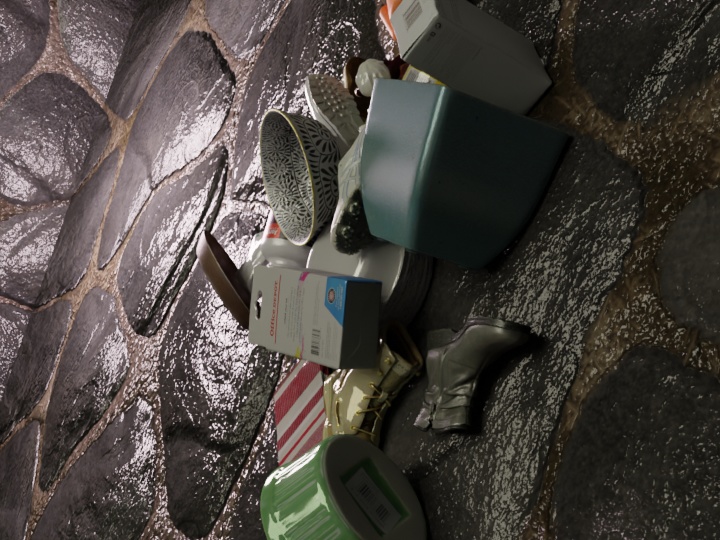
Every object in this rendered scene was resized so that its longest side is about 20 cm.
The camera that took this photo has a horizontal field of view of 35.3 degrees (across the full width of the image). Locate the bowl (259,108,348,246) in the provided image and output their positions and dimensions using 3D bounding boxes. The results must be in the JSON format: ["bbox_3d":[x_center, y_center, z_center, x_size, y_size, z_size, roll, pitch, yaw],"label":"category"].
[{"bbox_3d":[-0.068,-0.144,1.649,0.200,0.093,0.203,166,90,-68],"label":"bowl"}]

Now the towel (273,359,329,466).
[{"bbox_3d":[-0.084,0.218,1.695,0.144,0.023,0.201,-52,30,30],"label":"towel"}]

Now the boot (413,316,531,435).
[{"bbox_3d":[0.134,0.132,1.348,0.200,0.067,0.132,-25,53,61],"label":"boot"}]

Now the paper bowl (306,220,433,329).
[{"bbox_3d":[0.000,0.000,1.595,0.200,0.104,0.203,-26,53,39],"label":"paper bowl"}]

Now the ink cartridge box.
[{"bbox_3d":[-0.064,0.058,1.515,0.199,0.067,0.117,11,97,48],"label":"ink cartridge box"}]

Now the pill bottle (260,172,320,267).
[{"bbox_3d":[-0.090,-0.072,1.768,0.112,0.112,0.202,-9,62,57],"label":"pill bottle"}]

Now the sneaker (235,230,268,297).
[{"bbox_3d":[-0.136,-0.054,1.877,0.200,0.075,0.088,-48,38,-6],"label":"sneaker"}]

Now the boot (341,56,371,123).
[{"bbox_3d":[-0.025,-0.254,1.883,0.201,0.071,0.155,-84,21,-52],"label":"boot"}]

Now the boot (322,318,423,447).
[{"bbox_3d":[0.020,0.177,1.495,0.156,0.072,0.201,-46,32,31],"label":"boot"}]

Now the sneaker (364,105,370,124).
[{"bbox_3d":[0.046,-0.207,1.735,0.200,0.078,0.086,-47,61,42],"label":"sneaker"}]

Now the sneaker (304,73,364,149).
[{"bbox_3d":[-0.038,-0.212,1.723,0.201,0.076,0.081,63,145,23],"label":"sneaker"}]

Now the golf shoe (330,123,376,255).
[{"bbox_3d":[0.001,-0.114,1.538,0.097,0.078,0.201,11,70,49],"label":"golf shoe"}]

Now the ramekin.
[{"bbox_3d":[-0.013,0.293,1.340,0.098,0.199,0.201,-42,36,25],"label":"ramekin"}]

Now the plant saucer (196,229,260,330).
[{"bbox_3d":[-0.217,0.025,1.884,0.034,0.201,0.201,-33,33,0],"label":"plant saucer"}]

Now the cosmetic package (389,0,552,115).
[{"bbox_3d":[0.145,-0.288,1.481,0.081,0.199,0.113,-48,31,28],"label":"cosmetic package"}]

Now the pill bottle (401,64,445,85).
[{"bbox_3d":[0.083,-0.198,1.611,0.201,0.114,0.114,-61,29,10],"label":"pill bottle"}]

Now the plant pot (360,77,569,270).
[{"bbox_3d":[0.108,-0.116,1.438,0.195,0.195,0.202,26,99,62],"label":"plant pot"}]

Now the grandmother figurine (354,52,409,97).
[{"bbox_3d":[0.041,-0.297,1.715,0.121,0.061,0.200,-46,-1,22],"label":"grandmother figurine"}]

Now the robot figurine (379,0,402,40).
[{"bbox_3d":[0.094,-0.434,1.762,0.145,0.115,0.201,96,172,-48],"label":"robot figurine"}]
